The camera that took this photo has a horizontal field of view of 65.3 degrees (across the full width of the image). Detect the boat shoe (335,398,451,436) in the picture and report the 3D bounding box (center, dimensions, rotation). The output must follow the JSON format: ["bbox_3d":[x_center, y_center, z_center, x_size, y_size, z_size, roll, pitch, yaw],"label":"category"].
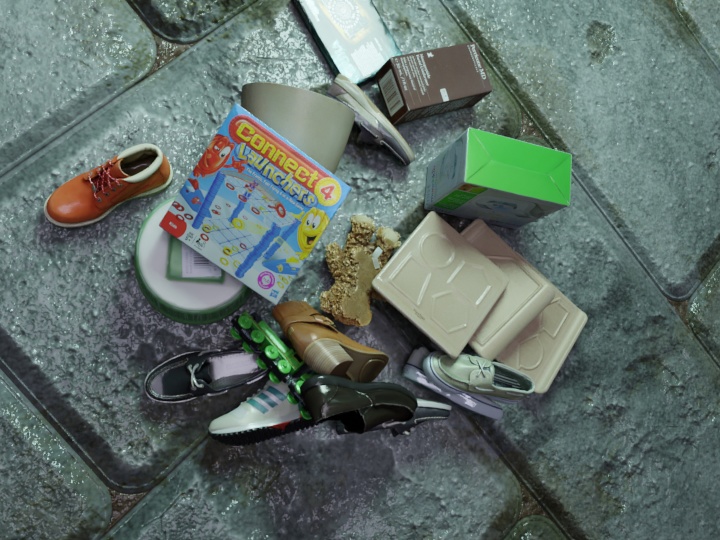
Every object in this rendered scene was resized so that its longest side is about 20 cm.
[{"bbox_3d":[0.054,0.242,0.925,0.195,0.074,0.062,5,77,-14],"label":"boat shoe"}]

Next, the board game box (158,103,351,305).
[{"bbox_3d":[-0.145,-0.091,0.795,0.198,0.056,0.198,34,93,-9],"label":"board game box"}]

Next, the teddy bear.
[{"bbox_3d":[0.000,0.000,0.963,0.142,0.067,0.205,12,73,-24],"label":"teddy bear"}]

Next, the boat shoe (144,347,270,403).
[{"bbox_3d":[-0.231,0.159,0.865,0.196,0.060,0.076,-6,84,-17],"label":"boat shoe"}]

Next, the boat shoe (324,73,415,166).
[{"bbox_3d":[0.015,-0.254,0.996,0.065,0.072,0.200,-44,110,7],"label":"boat shoe"}]

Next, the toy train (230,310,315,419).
[{"bbox_3d":[-0.119,0.138,0.851,0.200,0.042,0.056,48,35,7],"label":"toy train"}]

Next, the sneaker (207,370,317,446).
[{"bbox_3d":[-0.144,0.210,0.891,0.195,0.071,0.095,-12,59,-9],"label":"sneaker"}]

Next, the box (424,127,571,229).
[{"bbox_3d":[0.235,-0.156,0.987,0.196,0.176,0.099,10,78,-15],"label":"box"}]

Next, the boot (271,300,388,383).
[{"bbox_3d":[-0.045,0.114,0.914,0.154,0.199,0.074,41,97,30],"label":"boot"}]

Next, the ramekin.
[{"bbox_3d":[-0.250,-0.021,0.865,0.195,0.098,0.205,2,82,-16],"label":"ramekin"}]

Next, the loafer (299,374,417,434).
[{"bbox_3d":[0.001,0.206,0.820,0.197,0.073,0.073,14,51,-29],"label":"loafer"}]

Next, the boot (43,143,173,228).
[{"bbox_3d":[-0.381,-0.132,0.839,0.198,0.107,0.076,-29,93,-16],"label":"boot"}]

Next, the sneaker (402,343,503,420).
[{"bbox_3d":[0.170,0.194,0.974,0.197,0.073,0.072,29,78,-11],"label":"sneaker"}]

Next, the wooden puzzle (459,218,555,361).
[{"bbox_3d":[0.219,0.033,1.006,0.184,0.037,0.200,-40,76,-13],"label":"wooden puzzle"}]

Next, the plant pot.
[{"bbox_3d":[-0.118,-0.167,0.898,0.183,0.187,0.205,12,93,-14],"label":"plant pot"}]

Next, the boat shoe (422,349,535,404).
[{"bbox_3d":[0.198,0.170,0.930,0.196,0.062,0.073,17,56,-20],"label":"boat shoe"}]

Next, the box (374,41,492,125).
[{"bbox_3d":[0.135,-0.342,1.026,0.197,0.075,0.102,-21,90,-27],"label":"box"}]

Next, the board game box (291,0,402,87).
[{"bbox_3d":[-0.022,-0.441,1.027,0.134,0.028,0.202,-31,93,-18],"label":"board game box"}]

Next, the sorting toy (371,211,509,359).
[{"bbox_3d":[0.137,0.021,0.952,0.184,0.037,0.200,41,62,3],"label":"sorting toy"}]

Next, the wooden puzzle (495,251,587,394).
[{"bbox_3d":[0.300,0.096,1.044,0.199,0.046,0.186,39,74,-3],"label":"wooden puzzle"}]
